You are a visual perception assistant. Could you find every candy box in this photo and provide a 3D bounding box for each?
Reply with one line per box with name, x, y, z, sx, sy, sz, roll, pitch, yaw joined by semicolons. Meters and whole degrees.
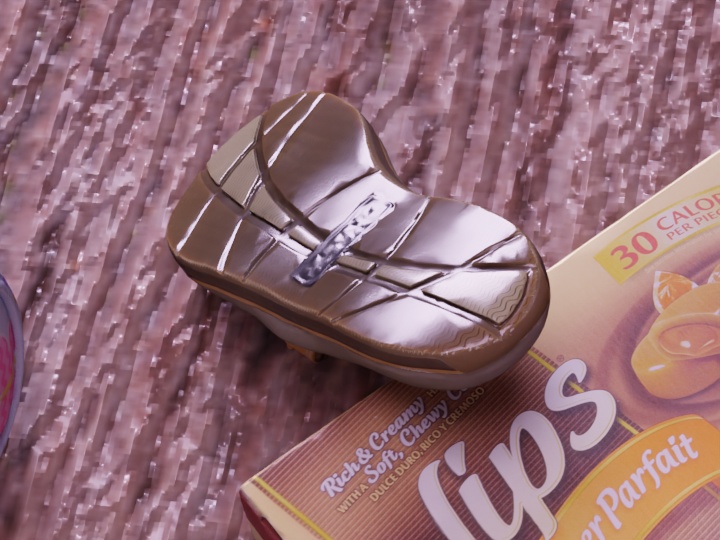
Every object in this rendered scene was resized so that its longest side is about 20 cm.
candy box;0.076;0.062;0.935;0.200;0.055;0.116;-35;59;-11

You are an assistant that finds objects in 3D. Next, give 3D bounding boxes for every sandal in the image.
sandal;0.000;0.000;0.966;0.080;0.054;0.200;-41;35;-12

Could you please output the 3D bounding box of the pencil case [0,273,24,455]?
pencil case;-0.211;0.019;0.996;0.199;0.083;0.091;15;82;19
